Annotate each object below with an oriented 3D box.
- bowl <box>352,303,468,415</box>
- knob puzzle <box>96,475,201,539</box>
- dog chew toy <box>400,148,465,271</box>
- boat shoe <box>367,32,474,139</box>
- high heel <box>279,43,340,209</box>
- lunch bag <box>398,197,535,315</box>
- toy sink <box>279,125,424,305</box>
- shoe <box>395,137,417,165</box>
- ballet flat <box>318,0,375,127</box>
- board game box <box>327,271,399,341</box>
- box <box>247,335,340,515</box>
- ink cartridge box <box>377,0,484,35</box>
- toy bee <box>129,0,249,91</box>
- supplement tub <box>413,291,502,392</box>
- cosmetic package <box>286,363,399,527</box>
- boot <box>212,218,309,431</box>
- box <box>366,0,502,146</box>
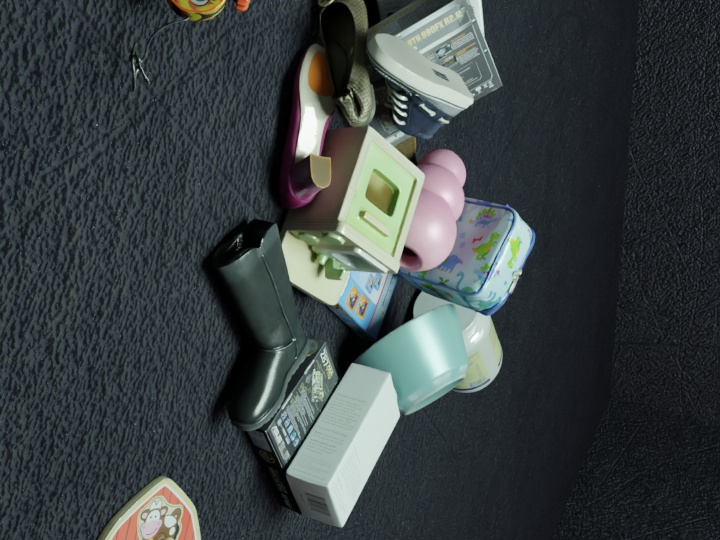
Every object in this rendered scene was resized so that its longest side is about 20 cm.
[{"bbox_3d":[0.090,0.151,1.193,0.198,0.106,0.201,-28,163,-9],"label":"bowl"},{"bbox_3d":[-0.236,0.334,0.852,0.219,0.030,0.224,-30,125,-54],"label":"knob puzzle"},{"bbox_3d":[0.100,-0.099,1.140,0.202,0.123,0.125,-63,148,-29],"label":"dog chew toy"},{"bbox_3d":[0.058,-0.221,0.959,0.093,0.076,0.198,-42,147,28],"label":"boat shoe"},{"bbox_3d":[-0.072,-0.180,0.964,0.066,0.095,0.204,5,74,-36],"label":"high heel"},{"bbox_3d":[0.161,-0.031,1.176,0.082,0.198,0.163,36,77,-41],"label":"lunch bag"},{"bbox_3d":[-0.012,-0.065,0.995,0.130,0.111,0.203,33,70,-42],"label":"toy sink"},{"bbox_3d":[0.056,-0.173,1.189,0.070,0.053,0.201,-42,136,-14],"label":"shoe"},{"bbox_3d":[-0.023,-0.272,0.933,0.046,0.067,0.204,4,73,-47],"label":"ballet flat"},{"bbox_3d":[0.000,0.000,1.155,0.200,0.036,0.154,50,56,-57],"label":"board game box"},{"bbox_3d":[-0.080,0.219,1.077,0.162,0.048,0.202,-54,143,-35],"label":"box"},{"bbox_3d":[0.101,-0.351,1.080,0.085,0.142,0.202,-89,168,-51],"label":"ink cartridge box"},{"bbox_3d":[-0.156,-0.273,0.695,0.131,0.106,0.204,-117,-151,-59],"label":"toy bee"},{"bbox_3d":[0.180,0.122,1.417,0.147,0.143,0.201,-63,148,-25],"label":"supplement tub"},{"bbox_3d":[-0.019,0.242,1.076,0.201,0.073,0.103,-57,147,-40],"label":"cosmetic package"},{"bbox_3d":[-0.129,0.064,0.909,0.166,0.064,0.203,-62,152,-44],"label":"boot"},{"bbox_3d":[0.075,-0.269,1.027,0.159,0.198,0.049,51,15,-44],"label":"box"}]
